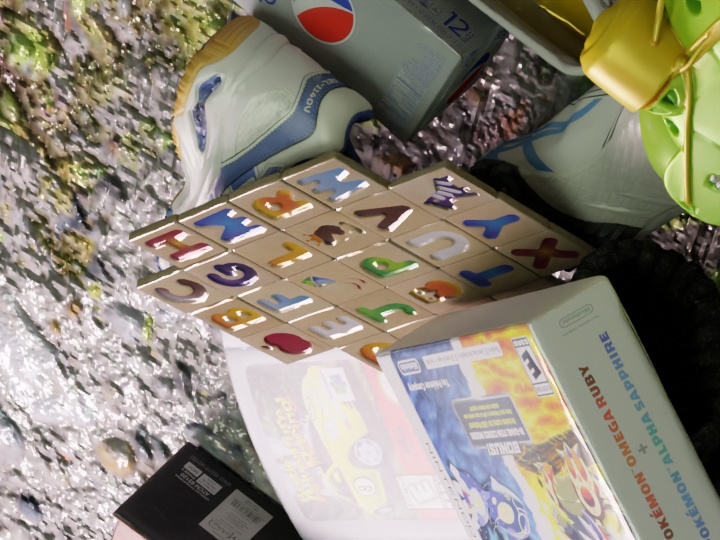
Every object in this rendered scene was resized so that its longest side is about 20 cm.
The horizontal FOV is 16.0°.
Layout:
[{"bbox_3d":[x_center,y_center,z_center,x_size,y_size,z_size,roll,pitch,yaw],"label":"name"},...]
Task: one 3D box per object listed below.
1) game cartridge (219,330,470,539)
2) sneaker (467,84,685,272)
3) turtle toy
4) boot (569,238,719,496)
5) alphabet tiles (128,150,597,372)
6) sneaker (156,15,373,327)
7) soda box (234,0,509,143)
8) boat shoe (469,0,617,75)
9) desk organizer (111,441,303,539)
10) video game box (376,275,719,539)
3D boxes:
[{"bbox_3d":[0.003,0.079,1.305,0.133,0.041,0.201,-4,115,42],"label":"game cartridge"},{"bbox_3d":[0.116,-0.053,1.122,0.072,0.073,0.200,49,149,-11],"label":"sneaker"},{"bbox_3d":[0.162,-0.075,0.928,0.146,0.101,0.200,37,144,-6],"label":"turtle toy"},{"bbox_3d":[0.150,0.101,1.125,0.211,0.079,0.158,51,157,16],"label":"boot"},{"bbox_3d":[0.000,0.000,1.155,0.200,0.006,0.166,-20,144,41],"label":"alphabet tiles"},{"bbox_3d":[-0.040,-0.024,1.180,0.088,0.075,0.200,31,150,17],"label":"sneaker"},{"bbox_3d":[-0.025,-0.152,1.150,0.200,0.068,0.063,40,134,7],"label":"soda box"},{"bbox_3d":[0.037,-0.154,1.088,0.202,0.086,0.075,45,130,6],"label":"boat shoe"},{"bbox_3d":[-0.044,0.192,1.389,0.200,0.072,0.077,35,135,13],"label":"desk organizer"},{"bbox_3d":[0.092,0.100,1.082,0.183,0.047,0.200,60,162,-3],"label":"video game box"}]
